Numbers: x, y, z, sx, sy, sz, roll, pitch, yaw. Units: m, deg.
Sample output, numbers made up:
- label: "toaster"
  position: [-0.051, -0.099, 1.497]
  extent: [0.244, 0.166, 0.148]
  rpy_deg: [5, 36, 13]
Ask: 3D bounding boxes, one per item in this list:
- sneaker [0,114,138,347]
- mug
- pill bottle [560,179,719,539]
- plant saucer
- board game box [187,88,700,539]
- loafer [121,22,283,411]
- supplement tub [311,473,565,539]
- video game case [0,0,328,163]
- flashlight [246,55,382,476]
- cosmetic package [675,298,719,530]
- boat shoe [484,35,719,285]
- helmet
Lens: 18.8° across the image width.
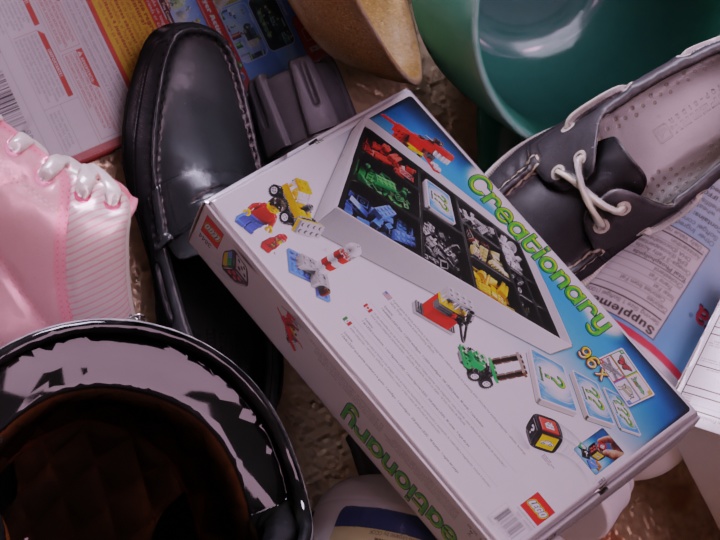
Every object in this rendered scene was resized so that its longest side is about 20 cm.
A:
- label: "sneaker"
  position: [-0.157, -0.045, 0.929]
  extent: [0.104, 0.075, 0.202]
  rpy_deg: [-21, 96, -8]
- label: "mug"
  position: [0.090, -0.133, 1.072]
  extent: [0.185, 0.114, 0.152]
  rpy_deg: [-46, 120, 0]
- label: "pill bottle"
  position: [0.133, 0.030, 1.068]
  extent: [0.109, 0.109, 0.201]
  rpy_deg: [43, 63, -14]
- label: "plant saucer"
  position: [-0.026, -0.174, 1.013]
  extent: [0.035, 0.200, 0.202]
  rpy_deg: [-21, 89, 11]
- label: "board game box"
  position: [0.036, 0.024, 0.933]
  extent: [0.126, 0.035, 0.200]
  rpy_deg: [-30, 72, -34]
- label: "loafer"
  position: [-0.065, -0.014, 0.981]
  extent: [0.068, 0.070, 0.203]
  rpy_deg: [-2, 85, -30]
- label: "supplement tub"
  position: [0.014, 0.205, 0.938]
  extent: [0.144, 0.144, 0.201]
  rpy_deg: [32, 65, -19]
- label: "video game case"
  position: [-0.116, -0.133, 1.021]
  extent: [0.199, 0.017, 0.144]
  rpy_deg: [-26, 91, -31]
- label: "flashlight"
  position: [0.000, 0.000, 1.005]
  extent: [0.068, 0.067, 0.202]
  rpy_deg: [-2, 71, -65]
- label: "cosmetic package"
  position: [0.208, 0.092, 1.061]
  extent: [0.083, 0.050, 0.200]
  rpy_deg: [-59, 145, -18]
- label: "boat shoe"
  position: [0.121, -0.046, 1.005]
  extent: [0.199, 0.060, 0.074]
  rpy_deg: [-31, 88, -9]
- label: "helmet"
  position: [-0.109, 0.125, 0.862]
  extent: [0.199, 0.201, 0.191]
  rpy_deg: [22, 28, -23]
